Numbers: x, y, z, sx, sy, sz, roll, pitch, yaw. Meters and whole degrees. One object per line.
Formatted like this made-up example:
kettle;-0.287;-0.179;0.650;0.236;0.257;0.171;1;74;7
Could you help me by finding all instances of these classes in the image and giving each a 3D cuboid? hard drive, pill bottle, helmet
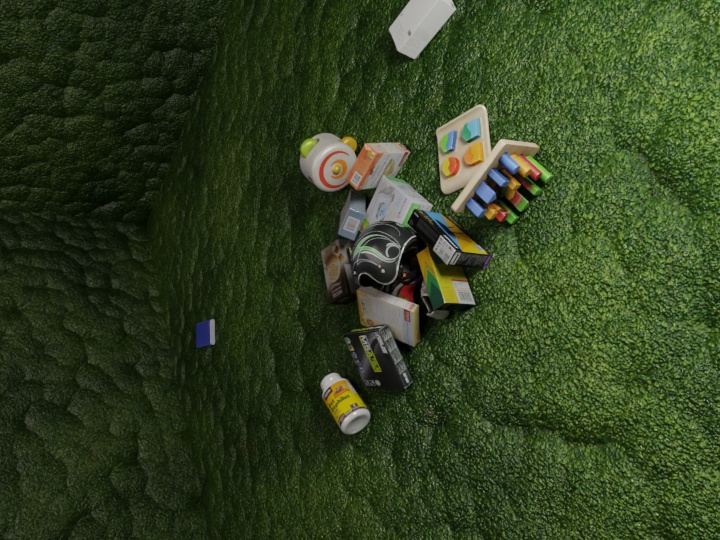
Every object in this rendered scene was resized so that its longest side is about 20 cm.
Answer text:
hard drive;-0.834;0.341;2.863;0.199;0.025;0.134;-18;72;50
pill bottle;-0.058;0.442;1.793;0.200;0.108;0.110;49;123;43
helmet;0.067;-0.041;1.512;0.189;0.199;0.202;16;99;34

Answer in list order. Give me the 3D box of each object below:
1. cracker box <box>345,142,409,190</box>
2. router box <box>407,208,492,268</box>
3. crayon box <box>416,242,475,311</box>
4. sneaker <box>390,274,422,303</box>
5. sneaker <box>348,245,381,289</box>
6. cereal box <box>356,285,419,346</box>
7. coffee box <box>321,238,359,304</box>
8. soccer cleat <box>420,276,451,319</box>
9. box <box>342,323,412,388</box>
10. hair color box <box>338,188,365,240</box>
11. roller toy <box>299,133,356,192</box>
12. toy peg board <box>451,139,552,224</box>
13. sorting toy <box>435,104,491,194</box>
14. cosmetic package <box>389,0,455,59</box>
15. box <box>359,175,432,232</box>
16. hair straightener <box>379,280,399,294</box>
cracker box;0.056;-0.325;1.655;0.058;0.199;0.135;43;123;18
router box;0.238;-0.086;1.439;0.200;0.148;0.051;52;125;40
crayon box;0.229;0.010;1.460;0.051;0.126;0.202;-37;57;43
sneaker;0.142;0.079;1.616;0.085;0.077;0.201;42;127;10
sneaker;0.000;0.000;1.800;0.081;0.073;0.201;-54;46;38
cereal box;0.084;0.135;1.600;0.198;0.040;0.145;20;135;29
coffee box;-0.063;0.006;1.869;0.114;0.079;0.202;-33;61;46
soccer cleat;0.205;0.040;1.518;0.070;0.086;0.202;-32;61;45
box;0.050;0.272;1.662;0.192;0.047;0.202;-13;103;53
hair color box;-0.027;-0.190;1.785;0.201;0.060;0.100;-89;23;-63
roller toy;-0.109;-0.380;1.890;0.140;0.198;0.184;45;143;44
toy peg board;0.353;-0.199;1.283;0.098;0.198;0.201;49;125;23
sorting toy;0.284;-0.338;1.498;0.184;0.036;0.202;-20;71;49
cosmetic package;0.187;-0.770;1.632;0.200;0.080;0.114;-45;52;41
box;0.107;-0.162;1.660;0.177;0.096;0.201;52;125;44
hair straightener;0.105;0.056;1.696;0.076;0.041;0.202;22;99;24
